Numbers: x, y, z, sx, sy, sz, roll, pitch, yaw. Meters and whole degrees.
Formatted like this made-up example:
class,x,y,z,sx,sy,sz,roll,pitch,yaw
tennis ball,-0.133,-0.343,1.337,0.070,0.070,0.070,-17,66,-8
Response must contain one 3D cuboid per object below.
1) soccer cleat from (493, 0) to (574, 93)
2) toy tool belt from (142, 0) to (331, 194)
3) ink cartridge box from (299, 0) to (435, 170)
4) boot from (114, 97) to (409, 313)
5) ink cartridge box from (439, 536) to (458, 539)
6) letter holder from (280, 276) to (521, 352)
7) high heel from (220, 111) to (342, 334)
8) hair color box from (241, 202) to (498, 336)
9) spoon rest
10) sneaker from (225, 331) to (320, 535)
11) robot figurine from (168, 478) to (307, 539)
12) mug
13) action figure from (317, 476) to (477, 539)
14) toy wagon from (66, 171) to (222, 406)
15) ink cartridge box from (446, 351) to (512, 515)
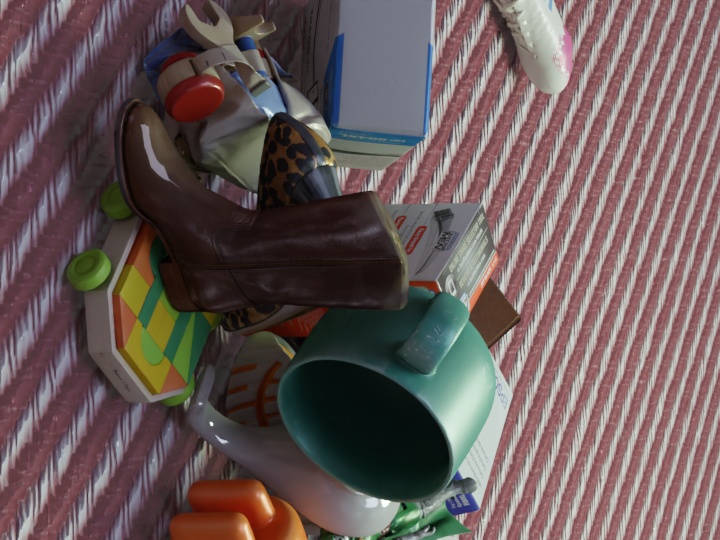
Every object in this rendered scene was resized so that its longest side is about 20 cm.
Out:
class,x,y,z,sx,sy,sz,roll,pitch,yaw
soccer cleat,0.173,-0.281,2.118,0.086,0.070,0.201,-25,109,-43
toy tool belt,-0.114,-0.146,1.536,0.123,0.125,0.200,63,13,27
ink cartridge box,0.002,-0.170,1.657,0.200,0.084,0.147,153,-59,-78
boot,-0.065,-0.048,1.423,0.064,0.199,0.187,-59,139,-46
ink cartridge box,0.062,0.350,1.703,0.201,0.147,0.085,57,19,23
letter holder,0.032,0.041,1.738,0.142,0.100,0.200,54,30,1
high heel,-0.073,-0.033,1.546,0.071,0.200,0.143,-19,85,-39
hair color box,0.000,0.000,1.627,0.111,0.199,0.064,-57,137,-46
spoon rest,-0.053,0.143,1.575,0.199,0.061,0.100,30,53,-17
sneaker,-0.058,0.128,1.662,0.077,0.078,0.201,-77,155,-53
robot figurine,-0.085,0.258,1.551,0.144,0.116,0.201,50,-18,58
mug,0.039,0.083,1.508,0.152,0.184,0.115,57,46,-24
action figure,0.022,0.199,1.643,0.200,0.055,0.119,-27,84,-51
toy wagon,-0.152,0.000,1.512,0.155,0.039,0.201,59,40,-43
ink cartridge box,0.081,0.144,1.944,0.200,0.040,0.201,59,40,-43
